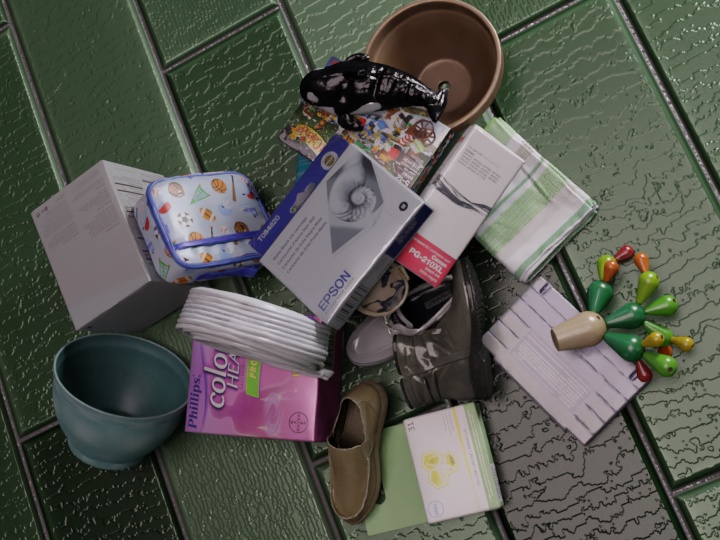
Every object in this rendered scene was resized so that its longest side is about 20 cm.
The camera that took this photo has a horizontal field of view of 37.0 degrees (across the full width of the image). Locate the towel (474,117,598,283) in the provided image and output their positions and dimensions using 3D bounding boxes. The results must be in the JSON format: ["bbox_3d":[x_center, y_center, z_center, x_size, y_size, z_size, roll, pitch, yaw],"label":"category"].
[{"bbox_3d":[0.208,-0.100,1.492,0.149,0.031,0.200,-46,71,6],"label":"towel"}]

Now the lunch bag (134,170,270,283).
[{"bbox_3d":[-0.214,-0.060,1.547,0.076,0.200,0.160,-45,65,44],"label":"lunch bag"}]

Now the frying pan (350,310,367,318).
[{"bbox_3d":[-0.059,0.035,1.519,0.190,0.115,0.031,12,102,21],"label":"frying pan"}]

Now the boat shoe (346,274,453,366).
[{"bbox_3d":[0.058,0.065,1.497,0.200,0.065,0.074,-37,73,10],"label":"boat shoe"}]

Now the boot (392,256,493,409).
[{"bbox_3d":[0.102,0.087,1.436,0.130,0.068,0.200,-6,95,14],"label":"boot"}]

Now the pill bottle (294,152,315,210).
[{"bbox_3d":[-0.034,-0.180,1.542,0.111,0.111,0.200,3,82,19],"label":"pill bottle"}]

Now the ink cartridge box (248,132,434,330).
[{"bbox_3d":[-0.037,-0.060,1.383,0.200,0.041,0.200,41,95,32],"label":"ink cartridge box"}]

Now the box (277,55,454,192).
[{"bbox_3d":[0.007,-0.181,1.454,0.200,0.038,0.137,34,91,16],"label":"box"}]

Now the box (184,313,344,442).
[{"bbox_3d":[-0.134,0.149,1.532,0.200,0.097,0.176,2,82,19],"label":"box"}]

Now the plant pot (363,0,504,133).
[{"bbox_3d":[0.107,-0.273,1.516,0.200,0.093,0.201,-4,78,17],"label":"plant pot"}]

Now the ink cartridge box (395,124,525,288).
[{"bbox_3d":[0.122,-0.087,1.425,0.084,0.145,0.200,35,95,-2],"label":"ink cartridge box"}]

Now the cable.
[{"bbox_3d":[-0.136,0.077,1.387,0.200,0.200,0.069,14,80,17],"label":"cable"}]

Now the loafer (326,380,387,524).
[{"bbox_3d":[-0.014,0.250,1.475,0.076,0.067,0.200,7,93,39],"label":"loafer"}]

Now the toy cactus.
[{"bbox_3d":[0.326,0.065,1.384,0.165,0.102,0.200,-17,62,-3],"label":"toy cactus"}]

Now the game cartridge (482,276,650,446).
[{"bbox_3d":[0.269,0.121,1.437,0.130,0.038,0.200,-48,71,11],"label":"game cartridge"}]

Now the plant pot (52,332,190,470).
[{"bbox_3d":[-0.355,0.202,1.563,0.200,0.200,0.134,31,119,20],"label":"plant pot"}]

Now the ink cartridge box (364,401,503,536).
[{"bbox_3d":[0.082,0.273,1.468,0.200,0.048,0.146,-16,77,13],"label":"ink cartridge box"}]

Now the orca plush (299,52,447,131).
[{"bbox_3d":[0.010,-0.234,1.404,0.200,0.071,0.105,23,87,16],"label":"orca plush"}]

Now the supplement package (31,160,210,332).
[{"bbox_3d":[-0.354,-0.030,1.595,0.152,0.151,0.200,-32,73,21],"label":"supplement package"}]

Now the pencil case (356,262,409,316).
[{"bbox_3d":[0.000,0.000,1.463,0.089,0.200,0.078,-48,115,-1],"label":"pencil case"}]
